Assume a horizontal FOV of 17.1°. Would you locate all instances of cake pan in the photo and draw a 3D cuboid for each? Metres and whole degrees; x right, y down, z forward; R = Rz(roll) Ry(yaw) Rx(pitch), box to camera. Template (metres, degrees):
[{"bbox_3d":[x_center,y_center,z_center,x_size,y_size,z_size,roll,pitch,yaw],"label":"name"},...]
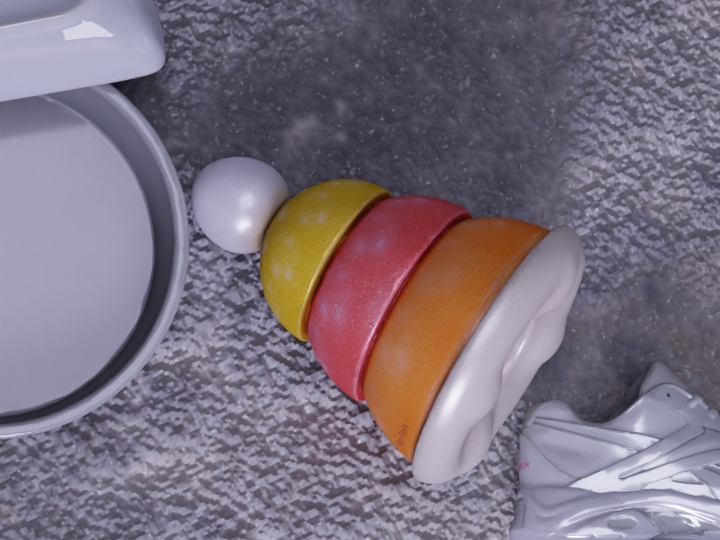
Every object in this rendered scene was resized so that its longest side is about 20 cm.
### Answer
[{"bbox_3d":[-0.187,-0.014,1.203,0.199,0.037,0.201,2,81,-9],"label":"cake pan"}]

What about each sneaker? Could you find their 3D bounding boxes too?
[{"bbox_3d":[0.175,0.095,1.230,0.199,0.078,0.100,1,77,-11],"label":"sneaker"}]

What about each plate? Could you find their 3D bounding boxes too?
[{"bbox_3d":[-0.214,-0.175,1.205,0.199,0.032,0.200,-11,69,-12],"label":"plate"}]

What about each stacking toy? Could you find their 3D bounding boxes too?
[{"bbox_3d":[0.000,0.000,1.201,0.200,0.146,0.146,32,77,12],"label":"stacking toy"}]
